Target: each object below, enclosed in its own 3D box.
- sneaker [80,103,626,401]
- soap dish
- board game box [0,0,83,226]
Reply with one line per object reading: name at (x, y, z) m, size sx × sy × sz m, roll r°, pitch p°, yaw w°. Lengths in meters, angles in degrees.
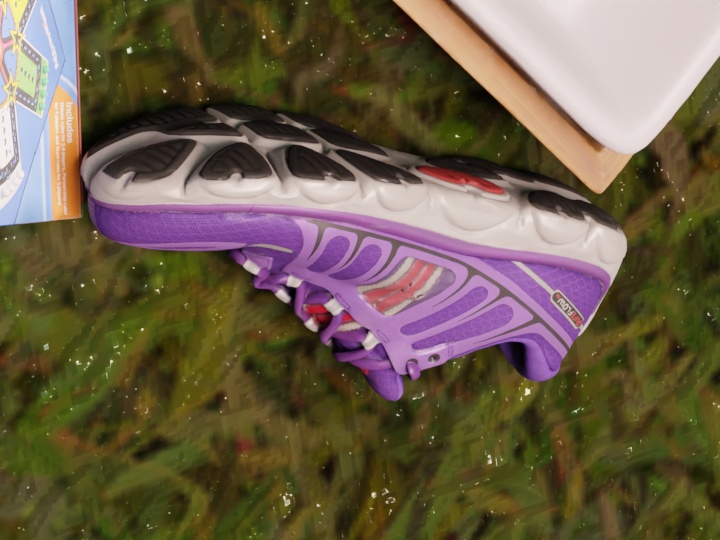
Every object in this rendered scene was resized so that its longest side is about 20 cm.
sneaker at (0.000, 0.000, 0.807) m, size 0.200 × 0.081 × 0.083 m, roll 13°, pitch 103°, yaw -30°
soap dish at (0.080, -0.152, 0.806) m, size 0.157 × 0.081 × 0.200 m, roll 41°, pitch 83°, yaw -28°
board game box at (-0.138, -0.110, 0.743) m, size 0.103 × 0.019 × 0.200 m, roll -6°, pitch 105°, yaw -23°
